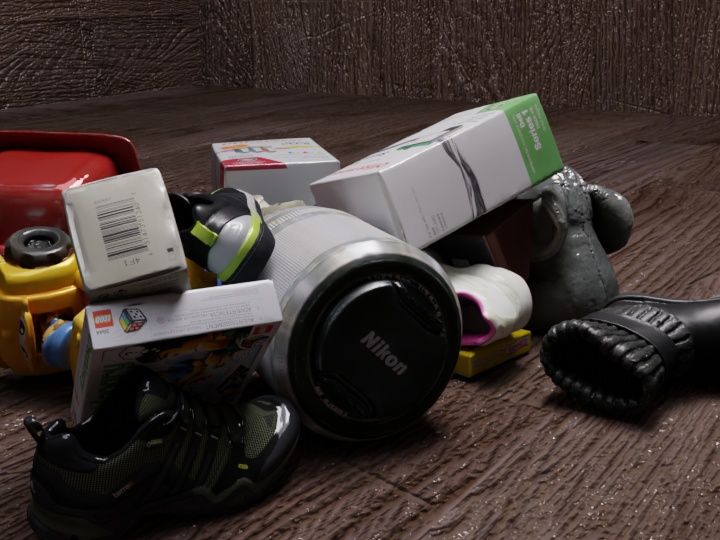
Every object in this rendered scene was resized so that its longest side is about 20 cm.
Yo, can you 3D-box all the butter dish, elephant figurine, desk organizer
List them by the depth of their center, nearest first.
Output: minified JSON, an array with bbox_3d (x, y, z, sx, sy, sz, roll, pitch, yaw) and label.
[{"bbox_3d":[0.204,-0.044,1.015,0.154,0.202,0.141,5,16,19],"label":"elephant figurine"},{"bbox_3d":[0.102,-0.027,1.033,0.077,0.072,0.199,-36,22,-26],"label":"desk organizer"},{"bbox_3d":[-0.335,-0.034,1.036,0.198,0.201,0.148,4,27,16],"label":"butter dish"}]

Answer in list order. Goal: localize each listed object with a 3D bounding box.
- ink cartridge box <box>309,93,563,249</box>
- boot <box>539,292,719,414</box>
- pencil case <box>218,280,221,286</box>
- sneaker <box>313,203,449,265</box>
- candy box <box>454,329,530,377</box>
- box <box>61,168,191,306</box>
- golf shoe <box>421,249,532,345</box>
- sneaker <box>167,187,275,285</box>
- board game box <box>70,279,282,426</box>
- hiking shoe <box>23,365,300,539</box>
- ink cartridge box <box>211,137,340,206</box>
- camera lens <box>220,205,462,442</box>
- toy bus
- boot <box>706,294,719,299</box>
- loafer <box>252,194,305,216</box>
[{"bbox_3d":[0.071,-0.089,0.956,0.199,0.085,0.146,-28,13,-27],"label":"ink cartridge box"},{"bbox_3d":[0.273,0.070,0.835,0.209,0.080,0.157,0,8,34],"label":"boot"},{"bbox_3d":[-0.139,0.018,1.013,0.198,0.088,0.078,8,-3,31],"label":"pencil case"},{"bbox_3d":[0.000,0.000,1.020,0.199,0.070,0.108,35,54,29],"label":"sneaker"},{"bbox_3d":[0.059,0.059,0.980,0.199,0.027,0.102,14,18,40],"label":"candy box"},{"bbox_3d":[-0.160,0.013,0.716,0.068,0.083,0.200,-15,-23,-12],"label":"box"},{"bbox_3d":[0.056,0.026,0.921,0.198,0.076,0.091,6,21,25],"label":"golf shoe"},{"bbox_3d":[-0.127,-0.045,0.808,0.083,0.072,0.200,33,-2,-22],"label":"sneaker"},{"bbox_3d":[-0.140,0.071,0.714,0.125,0.035,0.200,-8,-24,-22],"label":"board game box"},{"bbox_3d":[-0.122,0.111,0.655,0.199,0.102,0.076,-16,36,-35],"label":"hiking shoe"},{"bbox_3d":[-0.112,-0.084,1.266,0.144,0.146,0.200,-5,16,-13],"label":"ink cartridge box"},{"bbox_3d":[-0.021,0.037,0.815,0.158,0.162,0.200,-7,17,-22],"label":"camera lens"},{"bbox_3d":[-0.218,0.052,0.870,0.198,0.137,0.192,-12,35,-29],"label":"toy bus"},{"bbox_3d":[0.432,0.033,1.010,0.198,0.073,0.182,-13,17,-18],"label":"boot"},{"bbox_3d":[-0.139,-0.048,1.120,0.198,0.069,0.076,2,-23,-31],"label":"loafer"}]
